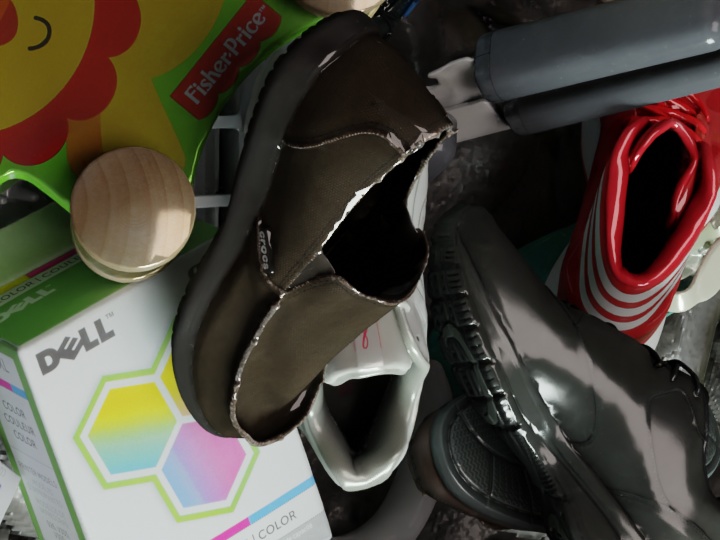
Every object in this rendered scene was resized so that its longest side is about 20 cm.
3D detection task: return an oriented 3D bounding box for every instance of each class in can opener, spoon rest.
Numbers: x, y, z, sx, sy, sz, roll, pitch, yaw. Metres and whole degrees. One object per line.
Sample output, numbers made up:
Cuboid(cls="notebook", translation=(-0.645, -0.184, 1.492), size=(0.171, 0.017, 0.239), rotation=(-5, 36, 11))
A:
Cuboid(cls="can opener", translation=(0.071, -0.067, 1.236), size=(0.053, 0.199, 0.067), rotation=(43, 43, -48))
Cuboid(cls="spoon rest", translation=(-0.021, 0.124, 1.271), size=(0.200, 0.099, 0.061), rotation=(-48, 122, -30))

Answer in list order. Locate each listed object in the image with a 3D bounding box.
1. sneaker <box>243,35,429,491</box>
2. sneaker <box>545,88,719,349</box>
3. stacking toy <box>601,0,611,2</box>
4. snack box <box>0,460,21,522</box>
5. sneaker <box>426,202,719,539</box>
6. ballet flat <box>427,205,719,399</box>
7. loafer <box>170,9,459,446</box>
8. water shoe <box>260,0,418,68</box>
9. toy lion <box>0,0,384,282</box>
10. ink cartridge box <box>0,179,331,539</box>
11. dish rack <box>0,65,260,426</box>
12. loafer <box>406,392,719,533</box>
Cuboid(cls="sneaker", translation=(0.000, 0.000, 1.189), size=(0.077, 0.099, 0.201), rotation=(-10, 116, -4))
Cuboid(cls="sneaker", translation=(0.142, -0.056, 1.292), size=(0.078, 0.116, 0.201), rotation=(17, 59, -6))
Cuboid(cls="stacking toy", translation=(0.133, -0.165, 1.232), size=(0.200, 0.145, 0.147), rotation=(-42, 133, -73))
Cuboid(cls="snack box", translation=(-0.209, 0.062, 1.089), size=(0.200, 0.024, 0.072), rotation=(44, 60, -43))
Cuboid(cls="sneaker", translation=(0.097, 0.053, 1.232), size=(0.091, 0.076, 0.201), rotation=(-32, 102, -8))
Cuboid(cls="ballet flat", translation=(0.116, 0.009, 1.351), size=(0.200, 0.070, 0.068), rotation=(-34, 120, -25))
Cuboid(cls="loafer", translation=(-0.016, 0.000, 1.083), size=(0.073, 0.071, 0.201), rotation=(-34, 152, -40))
Cuboid(cls="water shoe", translation=(0.019, -0.155, 1.243), size=(0.071, 0.079, 0.201), rotation=(38, 77, -34))
Cuboid(cls="toy lion", translation=(-0.112, -0.105, 1.097), size=(0.191, 0.069, 0.200), rotation=(40, 83, -3))
Cuboid(cls="ink cartridge box", translation=(-0.093, 0.042, 1.164), size=(0.104, 0.059, 0.201), rotation=(-29, 115, -26))
Cuboid(cls="dish rack", translation=(-0.136, -0.026, 1.183), size=(0.199, 0.043, 0.173), rotation=(-6, 104, -34))
Cuboid(cls="loafer", translation=(0.086, 0.090, 1.328), size=(0.199, 0.063, 0.072), rotation=(-1, 72, -47))
